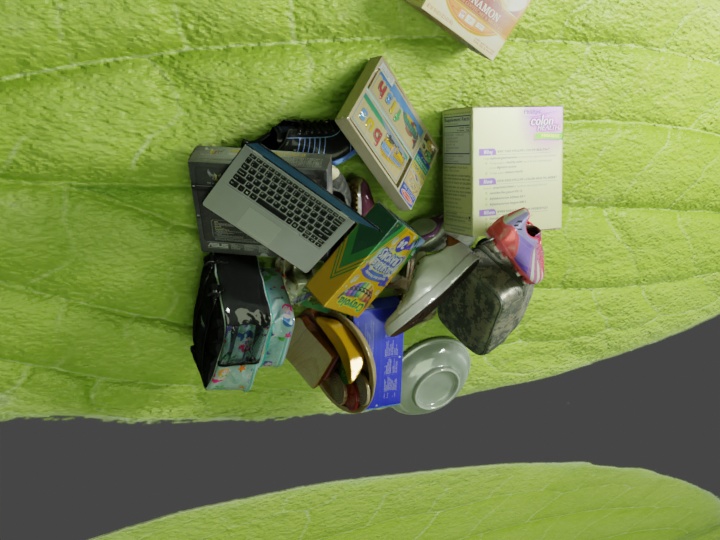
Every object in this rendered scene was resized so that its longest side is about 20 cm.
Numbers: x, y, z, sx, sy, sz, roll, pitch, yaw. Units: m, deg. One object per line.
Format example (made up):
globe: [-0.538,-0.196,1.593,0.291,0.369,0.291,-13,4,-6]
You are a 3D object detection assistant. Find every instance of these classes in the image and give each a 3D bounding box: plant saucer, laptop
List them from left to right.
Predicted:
laptop: [-0.099,-0.073,0.902,0.187,0.116,0.200,34,124,-18]
plant saucer: [0.149,0.232,1.408,0.199,0.050,0.201,-13,126,-18]

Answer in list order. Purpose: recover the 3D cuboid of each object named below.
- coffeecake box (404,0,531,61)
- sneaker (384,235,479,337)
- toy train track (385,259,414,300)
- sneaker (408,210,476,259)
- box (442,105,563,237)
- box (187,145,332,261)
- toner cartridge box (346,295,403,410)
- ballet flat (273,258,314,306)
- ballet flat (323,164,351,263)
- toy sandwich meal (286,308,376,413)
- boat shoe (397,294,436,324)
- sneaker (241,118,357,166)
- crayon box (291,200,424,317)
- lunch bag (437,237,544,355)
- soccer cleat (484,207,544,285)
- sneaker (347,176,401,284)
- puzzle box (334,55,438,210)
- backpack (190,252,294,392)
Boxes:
coffeecake box: [0.180,-0.433,0.973,0.153,0.073,0.201,22,109,-34]
sneaker: [0.102,0.024,1.141,0.200,0.085,0.073,-43,164,-8]
toy train track: [0.053,0.018,1.204,0.199,0.033,0.116,12,80,-18]
sneaker: [0.150,-0.059,1.202,0.199,0.075,0.100,-29,128,-6]
box: [0.232,-0.165,1.118,0.175,0.097,0.202,-7,102,-22]
box: [-0.141,-0.096,0.994,0.198,0.048,0.159,4,127,4]
toner cartridge box: [0.024,0.148,1.198,0.094,0.043,0.201,-6,114,-16]
ballet flat: [-0.106,-0.011,1.118,0.075,0.064,0.201,-13,126,-17]
ballet flat: [-0.042,-0.081,1.048,0.066,0.057,0.201,-9,133,2]
toy sandwich meal: [-0.055,0.155,1.158,0.070,0.205,0.206,-18,129,-37]
boat shoe: [0.055,0.099,1.260,0.199,0.073,0.063,-23,125,-12]
sneaker: [-0.079,-0.191,1.008,0.199,0.070,0.078,-26,136,-7]
crayon box: [0.000,0.000,1.049,0.200,0.052,0.126,-48,155,8]
lunch bag: [0.250,0.036,1.257,0.167,0.139,0.201,-29,148,-26]
soccer cleat: [0.265,-0.034,1.082,0.076,0.067,0.200,-36,144,16]
sneaker: [0.023,-0.065,1.132,0.090,0.075,0.201,-15,120,-18]
puzzle box: [0.046,-0.205,1.041,0.200,0.025,0.134,49,57,-40]
backpack: [-0.192,0.088,1.069,0.150,0.178,0.201,8,124,-26]
